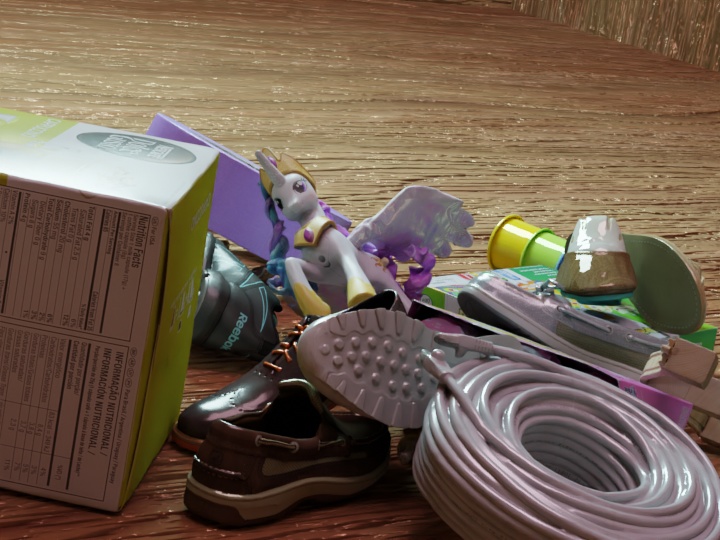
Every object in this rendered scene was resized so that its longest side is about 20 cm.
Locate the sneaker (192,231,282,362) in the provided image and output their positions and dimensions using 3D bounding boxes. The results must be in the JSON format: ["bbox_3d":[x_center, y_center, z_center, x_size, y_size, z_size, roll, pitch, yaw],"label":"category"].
[{"bbox_3d":[-0.109,0.028,1.718,0.079,0.075,0.200,27,12,-13],"label":"sneaker"}]

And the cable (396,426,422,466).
[{"bbox_3d":[0.073,0.116,1.498,0.097,0.050,0.200,11,14,-1],"label":"cable"}]

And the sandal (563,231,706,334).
[{"bbox_3d":[0.262,0.001,1.871,0.070,0.078,0.212,-4,14,-27],"label":"sandal"}]

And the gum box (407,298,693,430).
[{"bbox_3d":[0.132,0.089,1.556,0.200,0.066,0.113,21,0,37],"label":"gum box"}]

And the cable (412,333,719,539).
[{"bbox_3d":[0.130,0.131,1.351,0.200,0.069,0.200,15,28,-19],"label":"cable"}]

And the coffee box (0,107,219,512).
[{"bbox_3d":[-0.212,0.015,1.385,0.198,0.200,0.200,11,14,3],"label":"coffee box"}]

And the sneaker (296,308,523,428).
[{"bbox_3d":[0.023,0.069,1.441,0.080,0.076,0.200,1,-10,45],"label":"sneaker"}]

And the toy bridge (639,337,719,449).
[{"bbox_3d":[0.240,0.087,1.580,0.067,0.027,0.200,22,-12,24],"label":"toy bridge"}]

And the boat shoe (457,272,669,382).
[{"bbox_3d":[0.171,0.050,1.683,0.202,0.065,0.074,26,-18,-6],"label":"boat shoe"}]

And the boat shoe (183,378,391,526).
[{"bbox_3d":[-0.035,0.109,1.397,0.075,0.075,0.202,17,15,25],"label":"boat shoe"}]

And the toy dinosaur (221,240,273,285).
[{"bbox_3d":[-0.157,-0.020,1.902,0.200,0.060,0.106,33,5,43],"label":"toy dinosaur"}]

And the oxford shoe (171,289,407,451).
[{"bbox_3d":[-0.049,0.068,1.495,0.200,0.073,0.071,-23,31,-35],"label":"oxford shoe"}]

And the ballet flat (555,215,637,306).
[{"bbox_3d":[0.197,-0.008,1.777,0.068,0.072,0.200,1,-2,10],"label":"ballet flat"}]

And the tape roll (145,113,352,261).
[{"bbox_3d":[-0.109,-0.065,1.920,0.200,0.066,0.200,30,2,-1],"label":"tape roll"}]

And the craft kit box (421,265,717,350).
[{"bbox_3d":[0.174,0.048,1.865,0.197,0.049,0.200,24,19,36],"label":"craft kit box"}]

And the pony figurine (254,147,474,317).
[{"bbox_3d":[0.000,0.000,1.698,0.193,0.167,0.200,34,21,-44],"label":"pony figurine"}]

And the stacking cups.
[{"bbox_3d":[0.214,0.001,2.038,0.200,0.061,0.060,21,18,38],"label":"stacking cups"}]
